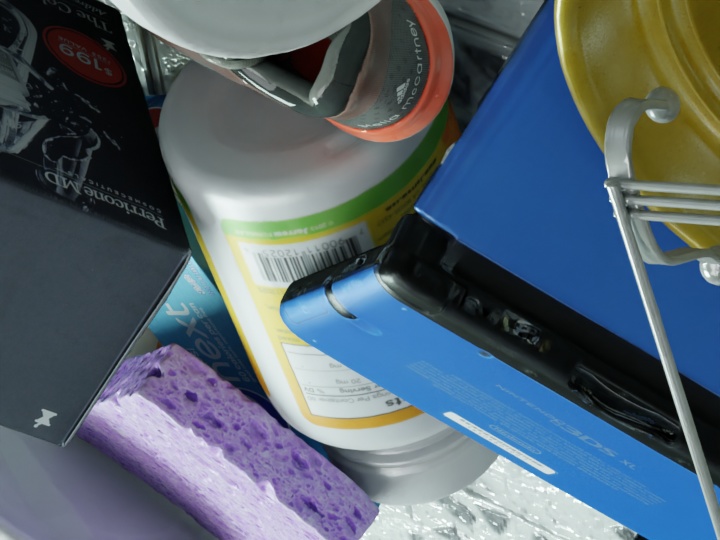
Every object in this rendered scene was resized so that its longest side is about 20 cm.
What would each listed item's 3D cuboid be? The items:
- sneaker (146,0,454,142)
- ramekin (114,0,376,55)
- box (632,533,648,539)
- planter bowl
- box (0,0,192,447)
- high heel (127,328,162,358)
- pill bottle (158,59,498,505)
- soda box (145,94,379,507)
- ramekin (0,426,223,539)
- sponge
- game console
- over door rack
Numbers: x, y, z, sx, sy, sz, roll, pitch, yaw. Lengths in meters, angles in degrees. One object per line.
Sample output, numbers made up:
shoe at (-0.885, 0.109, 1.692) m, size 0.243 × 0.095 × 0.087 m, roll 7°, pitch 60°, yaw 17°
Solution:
sneaker at (-0.057, -0.115, 0.957) m, size 0.199 × 0.082 × 0.077 m, roll 31°, pitch 107°, yaw 26°
ramekin at (-0.037, -0.172, 0.782) m, size 0.094 × 0.202 × 0.203 m, roll 30°, pitch 151°, yaw 32°
box at (0.146, 0.244, 1.168) m, size 0.123 × 0.200 × 0.197 m, roll 20°, pitch 146°, yaw 28°
planter bowl at (0.167, -0.072, 0.827) m, size 0.199 × 0.084 × 0.201 m, roll 26°, pitch 148°, yaw 18°
box at (-0.185, -0.052, 1.030) m, size 0.199 × 0.183 × 0.104 m, roll 21°, pitch 118°, yaw -29°
high heel at (-0.119, 0.019, 1.271) m, size 0.199 × 0.068 × 0.096 m, roll 30°, pitch 171°, yaw -8°
pill bottle at (0.000, 0.000, 1.065) m, size 0.110 × 0.111 × 0.201 m, roll 14°, pitch 143°, yaw 32°
soda box at (-0.048, 0.015, 1.180) m, size 0.068 × 0.064 × 0.200 m, roll 0°, pitch 134°, yaw 45°
ramekin at (-0.165, 0.106, 1.272) m, size 0.202 × 0.203 × 0.094 m, roll 39°, pitch 114°, yaw -5°
sponge at (-0.068, 0.082, 1.167) m, size 0.111 × 0.030 × 0.200 m, roll 38°, pitch 165°, yaw -10°
game console at (0.099, 0.004, 0.959) m, size 0.199 × 0.119 × 0.171 m, roll 31°, pitch 161°, yaw -16°
over door rack at (0.160, 0.040, 0.823) m, size 0.147 × 0.067 × 0.201 m, roll 7°, pitch 118°, yaw 39°
